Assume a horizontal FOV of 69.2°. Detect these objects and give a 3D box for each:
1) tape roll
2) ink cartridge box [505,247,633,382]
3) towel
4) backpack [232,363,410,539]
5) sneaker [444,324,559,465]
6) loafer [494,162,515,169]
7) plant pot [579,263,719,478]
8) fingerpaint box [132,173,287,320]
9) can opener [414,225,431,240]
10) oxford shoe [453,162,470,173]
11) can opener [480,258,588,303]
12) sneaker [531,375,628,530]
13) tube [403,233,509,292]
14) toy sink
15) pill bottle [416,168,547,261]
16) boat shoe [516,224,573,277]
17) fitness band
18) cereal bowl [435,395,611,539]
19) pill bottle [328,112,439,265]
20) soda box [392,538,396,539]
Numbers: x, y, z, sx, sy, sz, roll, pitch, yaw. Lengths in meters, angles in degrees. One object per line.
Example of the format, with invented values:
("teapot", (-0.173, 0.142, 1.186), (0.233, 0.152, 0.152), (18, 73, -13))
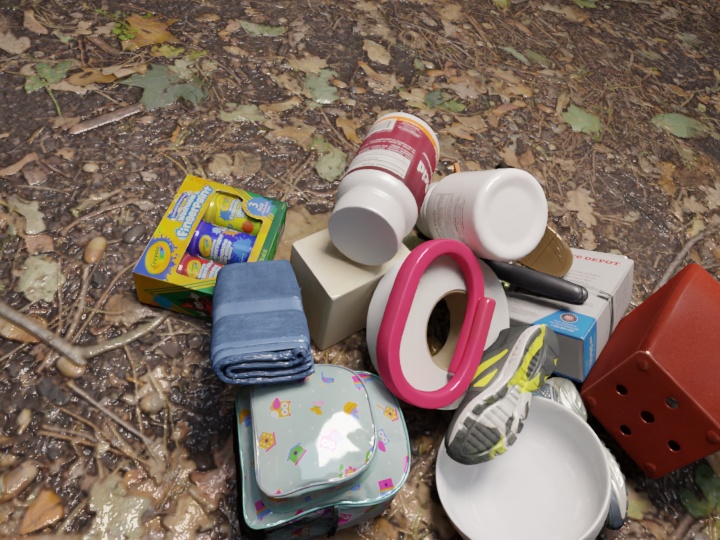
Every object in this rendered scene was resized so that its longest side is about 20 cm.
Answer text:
("tape roll", (0.107, 0.077, 0.699), (0.199, 0.070, 0.208), (-2, 93, -32))
("ink cartridge box", (0.309, 0.055, 0.795), (0.144, 0.086, 0.199), (15, 42, 42))
("towel", (-0.119, 0.057, 0.614), (0.109, 0.050, 0.201), (-2, 31, -12))
("backpack", (-0.041, 0.198, 0.594), (0.195, 0.155, 0.178), (0, 47, -19))
("sneaker", (0.169, 0.152, 0.652), (0.200, 0.084, 0.075), (-46, 104, -15))
("loafer", (0.302, -0.126, 0.974), (0.070, 0.074, 0.203), (5, 53, -11))
("plant pot", (0.416, 0.150, 0.694), (0.174, 0.201, 0.201), (-24, 65, -34))
("fingerpaint box", (-0.213, -0.033, 0.774), (0.163, 0.074, 0.203), (16, 51, -3))
("can opener", (0.131, -0.090, 0.917), (0.197, 0.054, 0.067), (28, 50, 6))
("oxford shoe", (0.228, -0.119, 0.940), (0.072, 0.071, 0.203), (-24, 67, 2))
("can opener", (0.234, 0.012, 0.769), (0.197, 0.081, 0.063), (14, 11, 34))
("sneaker", (0.274, 0.245, 0.696), (0.084, 0.079, 0.202), (-12, 49, -8))
("tube", (0.148, -0.003, 0.862), (0.196, 0.053, 0.058), (22, 16, 7))
("toy sink", (0.000, 0.000, 0.767), (0.197, 0.132, 0.113), (-25, 61, -28))
("pill bottle", (0.156, -0.080, 0.733), (0.112, 0.117, 0.199), (-3, 9, -20))
("boat shoe", (0.247, -0.054, 0.831), (0.199, 0.064, 0.072), (37, 93, 26))
("fitness band", (0.092, 0.062, 0.631), (0.142, 0.037, 0.204), (24, 79, -27))
("cereal bowl", (0.193, 0.256, 0.627), (0.196, 0.084, 0.202), (-14, 40, 12))
("pill bottle", (0.034, -0.112, 0.706), (0.112, 0.115, 0.202), (21, 51, 3))
("soda box", (-0.032, 0.362, 0.524), (0.197, 0.064, 0.071), (-21, 61, -28))
